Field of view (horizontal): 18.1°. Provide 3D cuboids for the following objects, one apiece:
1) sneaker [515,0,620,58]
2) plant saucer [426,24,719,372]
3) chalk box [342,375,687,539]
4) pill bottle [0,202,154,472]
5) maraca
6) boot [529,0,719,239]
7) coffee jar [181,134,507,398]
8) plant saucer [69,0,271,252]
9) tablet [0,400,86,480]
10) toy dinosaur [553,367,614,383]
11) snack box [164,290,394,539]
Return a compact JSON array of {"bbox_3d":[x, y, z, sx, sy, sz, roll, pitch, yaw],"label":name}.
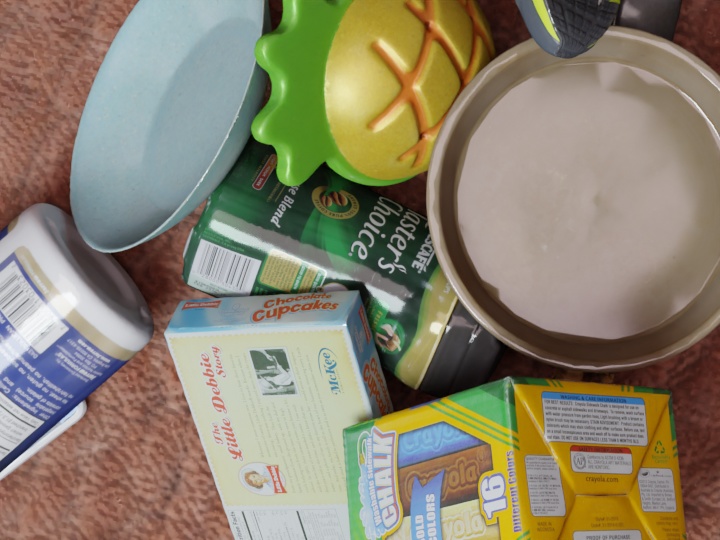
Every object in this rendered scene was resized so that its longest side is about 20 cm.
[{"bbox_3d":[0.090,-0.189,1.319,0.074,0.200,0.081,11,132,-31],"label":"sneaker"},{"bbox_3d":[0.136,-0.041,1.306,0.200,0.029,0.201,0,89,-4],"label":"plant saucer"},{"bbox_3d":[0.072,0.140,1.281,0.125,0.200,0.124,6,74,-37],"label":"chalk box"},{"bbox_3d":[-0.233,0.062,1.382,0.200,0.111,0.111,-40,91,9],"label":"pill bottle"},{"bbox_3d":[0.007,-0.115,1.319,0.107,0.200,0.137,10,105,39],"label":"maraca"},{"bbox_3d":[0.177,-0.126,1.359,0.181,0.073,0.200,14,91,3],"label":"boot"},{"bbox_3d":[0.000,0.000,1.365,0.200,0.104,0.085,24,126,2],"label":"coffee jar"},{"bbox_3d":[-0.104,-0.098,1.345,0.039,0.201,0.201,25,100,-31],"label":"plant saucer"},{"bbox_3d":[-0.282,0.048,1.448,0.130,0.014,0.200,-37,90,9],"label":"tablet"},{"bbox_3d":[0.118,0.120,1.362,0.060,0.106,0.201,5,89,8],"label":"toy dinosaur"},{"bbox_3d":[-0.035,0.105,1.362,0.116,0.037,0.200,-3,123,19],"label":"snack box"}]
